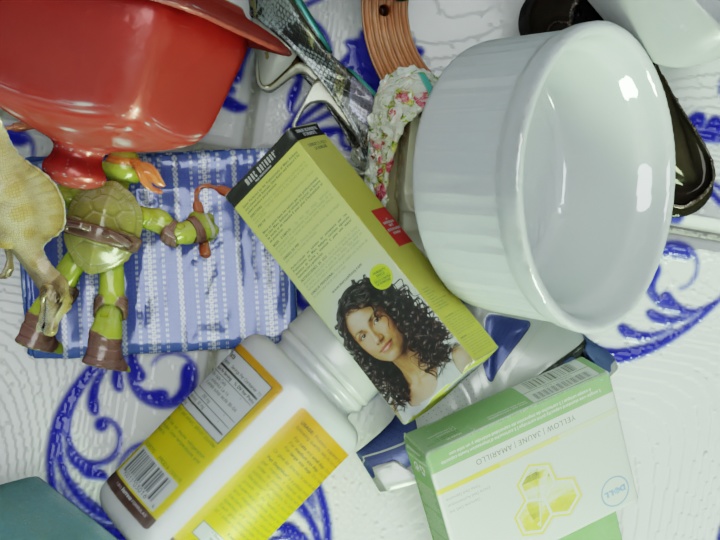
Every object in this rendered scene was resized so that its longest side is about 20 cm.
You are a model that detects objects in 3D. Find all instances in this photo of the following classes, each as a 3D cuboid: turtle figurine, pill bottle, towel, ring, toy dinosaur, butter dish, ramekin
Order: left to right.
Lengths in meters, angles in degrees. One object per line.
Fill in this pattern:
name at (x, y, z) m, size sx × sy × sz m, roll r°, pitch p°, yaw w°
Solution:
toy dinosaur at (-0.240, -0.056, 1.180) m, size 0.100 × 0.058 × 0.202 m, roll 2°, pitch 120°, yaw 29°
butter dish at (-0.174, -0.127, 1.178) m, size 0.197 × 0.200 × 0.150 m, roll 17°, pitch 94°, yaw 17°
turtle figurine at (-0.170, -0.015, 1.234) m, size 0.198 × 0.064 × 0.163 m, roll 15°, pitch 89°, yaw -6°
towel at (-0.145, -0.014, 1.277) m, size 0.197 × 0.024 × 0.147 m, roll -3°, pitch 89°, yaw -5°
pill bottle at (-0.078, 0.122, 1.234) m, size 0.109 × 0.109 × 0.200 m, roll 45°, pitch 85°, yaw -2°
ring at (0.094, -0.188, 1.290) m, size 0.198 × 0.019 × 0.203 m, roll -1°, pitch 92°, yaw -15°
ramekin at (0.121, -0.062, 1.185) m, size 0.097 × 0.199 × 0.203 m, roll 4°, pitch 86°, yaw 39°

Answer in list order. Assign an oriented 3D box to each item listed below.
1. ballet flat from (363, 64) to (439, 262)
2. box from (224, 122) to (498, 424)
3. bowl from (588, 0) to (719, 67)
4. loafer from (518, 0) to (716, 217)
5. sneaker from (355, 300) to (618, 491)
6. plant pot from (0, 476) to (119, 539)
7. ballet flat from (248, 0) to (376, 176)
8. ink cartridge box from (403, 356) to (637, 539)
ballet flat at (0.034, -0.040, 1.232) m, size 0.075 × 0.064 × 0.202 m, roll -10°, pitch 116°, yaw -18°
box at (0.000, 0.000, 1.200) m, size 0.075 × 0.050 × 0.200 m, roll -44°, pitch 79°, yaw 26°
bowl at (0.199, -0.233, 1.248) m, size 0.074 × 0.200 × 0.201 m, roll -37°, pitch 93°, yaw 33°
loafer at (0.188, -0.118, 1.273) m, size 0.073 × 0.071 × 0.200 m, roll -44°, pitch 103°, yaw -9°
sneaker at (0.073, 0.069, 1.270) m, size 0.198 × 0.081 × 0.116 m, roll -29°, pitch 87°, yaw -12°
plant pot at (-0.221, 0.218, 1.181) m, size 0.199 × 0.200 × 0.135 m, roll 38°, pitch 78°, yaw -2°
ballet flat at (-0.034, -0.136, 1.268) m, size 0.072 × 0.072 × 0.201 m, roll -40°, pitch 91°, yaw -5°
ink cartridge box at (0.122, 0.178, 1.231) m, size 0.144 × 0.048 × 0.202 m, roll -22°, pitch 110°, yaw -16°
